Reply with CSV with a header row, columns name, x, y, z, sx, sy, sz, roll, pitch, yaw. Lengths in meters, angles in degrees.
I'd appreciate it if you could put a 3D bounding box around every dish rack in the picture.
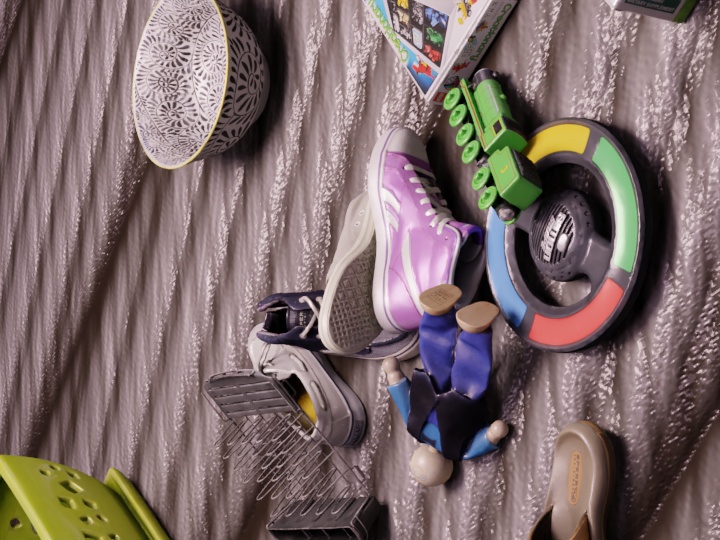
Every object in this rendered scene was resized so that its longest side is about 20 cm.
name,x,y,z,sx,sy,sz,roll,pitch,yaw
dish rack,-0.078,0.182,1.747,0.153,0.055,0.200,-14,118,53

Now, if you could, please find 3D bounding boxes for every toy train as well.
name,x,y,z,sx,sy,sz,roll,pitch,yaw
toy train,0.116,-0.114,1.571,0.056,0.042,0.200,-47,31,24

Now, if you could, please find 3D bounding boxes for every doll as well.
name,x,y,z,sx,sy,sz,roll,pitch,yaw
doll,0.073,0.109,1.608,0.136,0.048,0.201,25,128,28

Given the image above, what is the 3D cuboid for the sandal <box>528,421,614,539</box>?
name,x,y,z,sx,sy,sz,roll,pitch,yaw
sandal,0.169,0.225,1.477,0.080,0.054,0.201,-2,85,54

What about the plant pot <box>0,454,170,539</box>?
name,x,y,z,sx,sy,sz,roll,pitch,yaw
plant pot,-0.328,0.343,2.049,0.199,0.181,0.201,44,121,46

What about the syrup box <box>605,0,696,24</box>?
name,x,y,z,sx,sy,sz,roll,pitch,yaw
syrup box,0.257,-0.301,1.405,0.200,0.078,0.082,-59,44,31

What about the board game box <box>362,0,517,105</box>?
name,x,y,z,sx,sy,sz,roll,pitch,yaw
board game box,0.064,-0.269,1.703,0.126,0.034,0.200,-57,45,32

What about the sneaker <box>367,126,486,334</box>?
name,x,y,z,sx,sy,sz,roll,pitch,yaw
sneaker,0.070,-0.048,1.646,0.114,0.072,0.202,-20,65,42

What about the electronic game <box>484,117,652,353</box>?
name,x,y,z,sx,sy,sz,roll,pitch,yaw
electronic game,0.173,-0.030,1.523,0.200,0.041,0.201,-9,79,53

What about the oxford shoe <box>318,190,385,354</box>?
name,x,y,z,sx,sy,sz,roll,pitch,yaw
oxford shoe,0.000,0.000,1.681,0.058,0.075,0.201,-20,39,40

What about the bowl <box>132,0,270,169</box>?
name,x,y,z,sx,sy,sz,roll,pitch,yaw
bowl,-0.161,-0.205,1.953,0.200,0.094,0.202,-9,79,52

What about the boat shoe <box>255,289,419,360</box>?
name,x,y,z,sx,sy,sz,roll,pitch,yaw
boat shoe,-0.019,0.051,1.732,0.200,0.092,0.075,-11,77,52

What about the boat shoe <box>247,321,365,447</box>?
name,x,y,z,sx,sy,sz,roll,pitch,yaw
boat shoe,-0.081,0.114,1.815,0.202,0.086,0.075,47,123,45
